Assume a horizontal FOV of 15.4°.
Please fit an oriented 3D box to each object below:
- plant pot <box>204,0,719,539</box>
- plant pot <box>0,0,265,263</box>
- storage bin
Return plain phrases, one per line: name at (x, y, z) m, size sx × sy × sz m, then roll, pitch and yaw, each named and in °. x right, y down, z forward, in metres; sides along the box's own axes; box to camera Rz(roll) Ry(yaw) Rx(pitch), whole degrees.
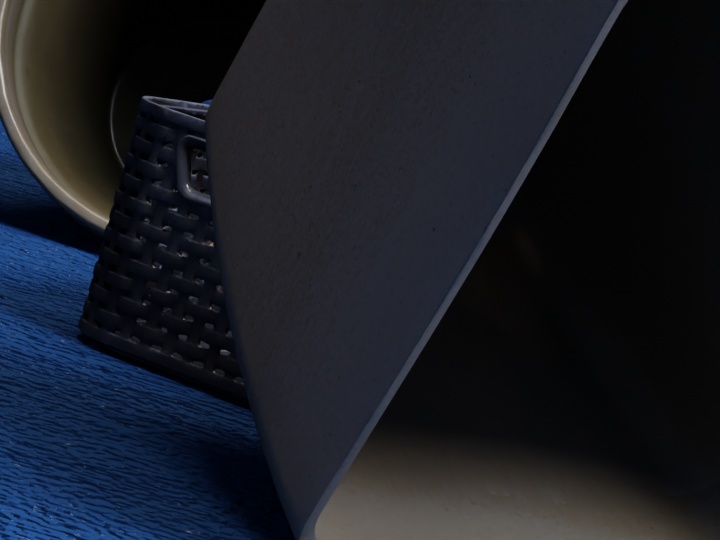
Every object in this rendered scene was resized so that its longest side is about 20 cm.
plant pot at (0.065, -0.037, 0.818) m, size 0.199 × 0.200 × 0.177 m, roll 11°, pitch 31°, yaw -38°
plant pot at (-0.072, -0.091, 1.300) m, size 0.200 × 0.200 × 0.174 m, roll 16°, pitch -9°, yaw 1°
storage bin at (0.000, 0.000, 1.038) m, size 0.135 × 0.094 × 0.200 m, roll 19°, pitch 7°, yaw 26°
